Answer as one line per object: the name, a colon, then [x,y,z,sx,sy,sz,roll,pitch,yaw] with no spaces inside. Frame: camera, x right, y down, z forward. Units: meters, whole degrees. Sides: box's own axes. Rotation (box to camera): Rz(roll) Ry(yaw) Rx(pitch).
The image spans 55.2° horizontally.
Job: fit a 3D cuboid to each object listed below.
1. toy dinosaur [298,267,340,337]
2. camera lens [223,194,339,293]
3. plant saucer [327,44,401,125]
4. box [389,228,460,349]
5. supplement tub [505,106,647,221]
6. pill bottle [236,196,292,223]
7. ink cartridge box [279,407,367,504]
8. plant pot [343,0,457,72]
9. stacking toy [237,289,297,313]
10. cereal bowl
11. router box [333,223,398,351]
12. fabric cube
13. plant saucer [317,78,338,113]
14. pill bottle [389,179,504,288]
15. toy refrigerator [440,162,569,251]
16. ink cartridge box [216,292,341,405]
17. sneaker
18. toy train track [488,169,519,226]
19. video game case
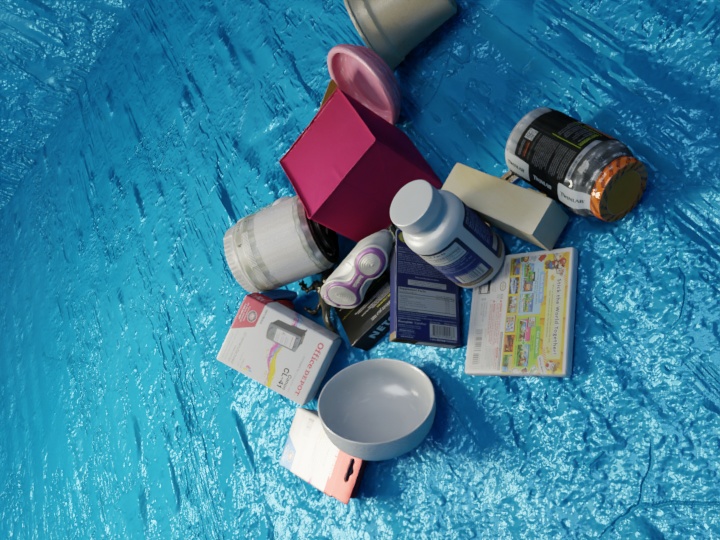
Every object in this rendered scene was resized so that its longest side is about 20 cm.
toy dinosaur: [-0.082,0.050,1.432,0.088,0.047,0.201,-15,66,33]
camera lens: [-0.154,-0.054,1.398,0.199,0.160,0.161,-21,57,17]
plant saucer: [0.016,-0.386,1.428,0.051,0.201,0.200,-42,41,-15]
box: [0.111,0.031,1.193,0.032,0.120,0.201,133,142,-63]
supplement tub: [0.328,-0.162,1.055,0.123,0.122,0.200,-56,43,12]
pill bottle: [-0.185,-0.097,1.548,0.199,0.111,0.111,-21,59,37]
ink cartridge box: [-0.051,0.337,1.258,0.199,0.067,0.117,14,84,47]
plant pot: [0.091,-0.546,1.424,0.183,0.200,0.201,-28,54,21]
stacking toy: [-0.175,0.150,1.454,0.110,0.116,0.201,-41,62,53]
cereal bowl: [0.031,0.244,1.164,0.199,0.084,0.201,-8,35,5]
router box: [0.036,0.033,1.314,0.200,0.051,0.150,-45,49,22]
fabric cube: [-0.003,-0.190,1.342,0.200,0.199,0.197,-47,47,20]
plant saucer: [-0.078,-0.288,1.507,0.200,0.048,0.201,126,164,-83]
pill bottle: [0.138,-0.060,1.113,0.111,0.200,0.111,-24,49,31]
toy refrigerator: [0.232,-0.109,1.125,0.200,0.076,0.070,32,92,43]
ink cartridge box: [-0.159,0.152,1.358,0.199,0.086,0.148,26,94,11]
sneaker: [0.000,0.000,1.285,0.200,0.075,0.100,-43,13,40]
toy train track: [0.225,-0.143,1.215,0.200,0.032,0.115,-39,49,26]
video game case: [0.256,0.069,1.102,0.181,0.023,0.201,-7,67,43]
